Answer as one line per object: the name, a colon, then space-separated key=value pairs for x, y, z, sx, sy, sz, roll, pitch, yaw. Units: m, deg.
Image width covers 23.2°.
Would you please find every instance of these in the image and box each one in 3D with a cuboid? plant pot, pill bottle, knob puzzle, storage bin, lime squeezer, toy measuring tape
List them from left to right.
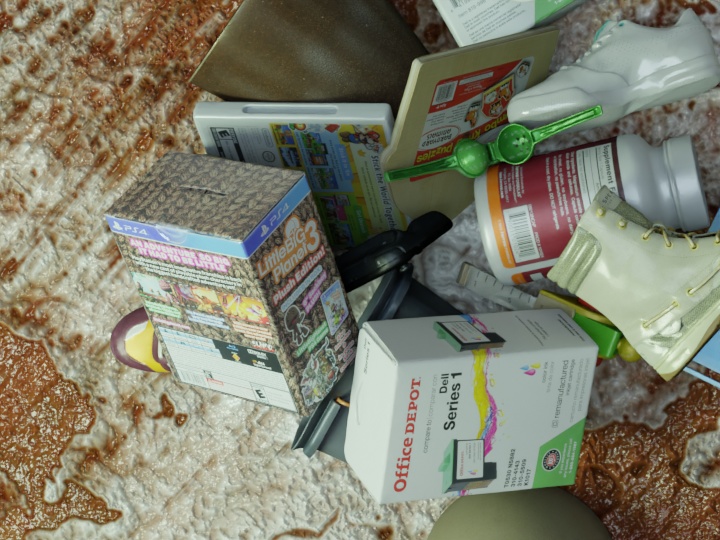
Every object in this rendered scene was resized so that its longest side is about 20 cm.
plant pot: x=-0.025 y=-0.193 z=1.614 sx=0.200 sy=0.187 sz=0.187 roll=35 pitch=103 yaw=-8
storage bin: x=0.041 y=0.109 z=1.651 sx=0.134 sy=0.146 sz=0.201 roll=28 pitch=102 yaw=-2
knob puzzle: x=0.087 y=-0.126 z=1.595 sx=0.030 sy=0.219 sz=0.220 roll=42 pitch=105 yaw=32
lime squeezer: x=0.118 y=-0.104 z=1.561 sx=0.199 sy=0.071 sz=0.038 roll=-17 pitch=101 yaw=1
plant pot: x=0.141 y=0.310 z=1.646 sx=0.199 sy=0.134 sz=0.202 roll=2 pitch=97 yaw=13
toy measuring tape: x=0.186 y=0.040 z=1.652 sx=0.199 sy=0.073 sz=0.074 roll=25 pitch=103 yaw=32
pill bottle: x=0.212 y=-0.059 z=1.597 sx=0.199 sy=0.113 sz=0.114 roll=-12 pitch=94 yaw=14

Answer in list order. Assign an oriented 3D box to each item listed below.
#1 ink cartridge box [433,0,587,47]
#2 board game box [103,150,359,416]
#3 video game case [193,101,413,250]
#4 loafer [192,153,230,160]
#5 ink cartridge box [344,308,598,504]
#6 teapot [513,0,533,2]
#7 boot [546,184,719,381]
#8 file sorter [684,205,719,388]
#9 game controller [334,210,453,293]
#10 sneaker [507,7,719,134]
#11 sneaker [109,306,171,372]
ink cartridge box: x=0.117 y=-0.311 z=1.603 sx=0.146 sy=0.083 sz=0.201 roll=-29 pitch=89 yaw=14
board game box: x=-0.108 y=0.011 z=1.539 sx=0.159 sy=0.097 sz=0.201 roll=12 pitch=135 yaw=35
video game case: x=-0.045 y=-0.085 z=1.626 sx=0.181 sy=0.200 sz=0.023 roll=2 pitch=55 yaw=14
loafer: x=-0.115 y=-0.033 z=1.640 sx=0.075 sy=0.200 sz=0.069 roll=-10 pitch=50 yaw=28
ink cartridge box: x=0.097 y=0.120 z=1.562 sx=0.199 sy=0.084 sz=0.146 roll=-3 pitch=116 yaw=-21
teapot: x=0.062 y=-0.321 z=1.497 sx=0.196 sy=0.201 sz=0.147 roll=-4 pitch=132 yaw=-7
boot: x=0.268 y=-0.027 z=1.489 sx=0.154 sy=0.072 sz=0.200 roll=40 pitch=110 yaw=11
file sorter: x=0.365 y=0.013 z=1.566 sx=0.138 sy=0.123 sz=0.201 roll=26 pitch=102 yaw=9
game controller: x=0.000 y=0.000 z=1.621 sx=0.200 sy=0.104 sz=0.042 roll=-27 pitch=87 yaw=47
sneaker: x=0.224 y=-0.185 z=1.601 sx=0.199 sy=0.075 sz=0.089 roll=-15 pitch=77 yaw=-3
sneaker: x=-0.159 y=0.066 z=1.707 sx=0.199 sy=0.090 sz=0.075 roll=-5 pitch=96 yaw=13
